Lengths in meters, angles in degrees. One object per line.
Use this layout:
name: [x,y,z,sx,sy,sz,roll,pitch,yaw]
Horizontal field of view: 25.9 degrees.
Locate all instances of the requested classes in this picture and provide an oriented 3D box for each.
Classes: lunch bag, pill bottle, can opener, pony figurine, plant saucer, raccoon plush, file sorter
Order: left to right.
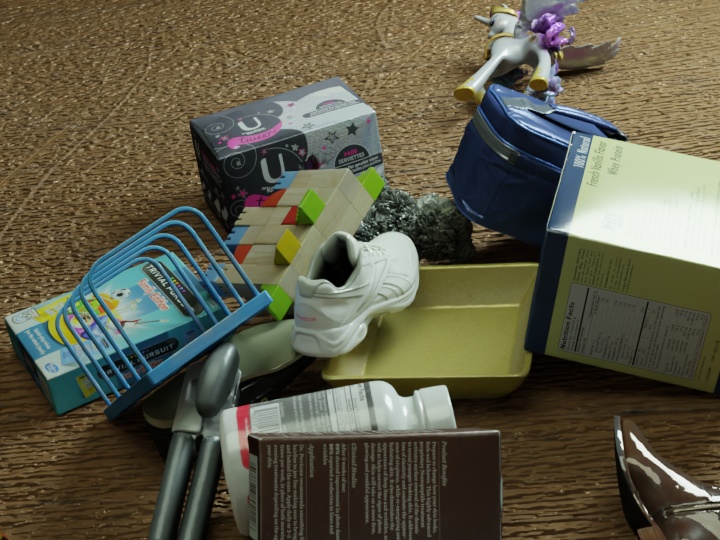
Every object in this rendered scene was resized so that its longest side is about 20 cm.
file sorter: [-0.196,0.040,1.477,0.138,0.123,0.200,-35,-1,-25]
can opener: [-0.148,0.157,1.374,0.052,0.067,0.201,4,58,9]
pill bottle: [-0.016,0.157,1.345,0.198,0.111,0.111,-10,30,-1]
raccoon plush: [0.035,-0.009,1.657,0.133,0.097,0.201,21,68,35]
plant saucer: [0.079,0.066,1.532,0.198,0.049,0.200,-2,30,14]
pony figurine: [0.223,-0.288,2.010,0.192,0.167,0.201,-5,45,24]
lunch bag: [0.204,-0.105,1.638,0.199,0.133,0.136,19,25,-19]

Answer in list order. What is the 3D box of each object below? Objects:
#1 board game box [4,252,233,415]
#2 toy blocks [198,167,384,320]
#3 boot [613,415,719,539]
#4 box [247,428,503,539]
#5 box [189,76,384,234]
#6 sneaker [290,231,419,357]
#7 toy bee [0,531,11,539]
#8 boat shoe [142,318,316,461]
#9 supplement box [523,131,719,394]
board game box: [-0.255,0.061,1.641,0.199,0.047,0.151,-23,33,-20]
toy blocks: [-0.080,-0.031,1.613,0.136,0.100,0.201,1,52,45]
boot: [0.313,0.174,1.262,0.198,0.065,0.187,-13,43,2]
box: [0.010,0.178,1.250,0.198,0.101,0.075,1,-3,-11]
box: [-0.086,-0.135,1.854,0.199,0.116,0.132,-19,31,-14]
sneaker: [0.000,0.000,1.515,0.077,0.100,0.200,10,32,25]
toy bee: [-0.364,0.259,1.281,0.130,0.109,0.200,0,32,13]
boat shoe: [-0.117,0.112,1.497,0.201,0.063,0.073,-32,38,-28]
supplement box: [0.272,-0.010,1.472,0.198,0.135,0.200,13,34,8]
